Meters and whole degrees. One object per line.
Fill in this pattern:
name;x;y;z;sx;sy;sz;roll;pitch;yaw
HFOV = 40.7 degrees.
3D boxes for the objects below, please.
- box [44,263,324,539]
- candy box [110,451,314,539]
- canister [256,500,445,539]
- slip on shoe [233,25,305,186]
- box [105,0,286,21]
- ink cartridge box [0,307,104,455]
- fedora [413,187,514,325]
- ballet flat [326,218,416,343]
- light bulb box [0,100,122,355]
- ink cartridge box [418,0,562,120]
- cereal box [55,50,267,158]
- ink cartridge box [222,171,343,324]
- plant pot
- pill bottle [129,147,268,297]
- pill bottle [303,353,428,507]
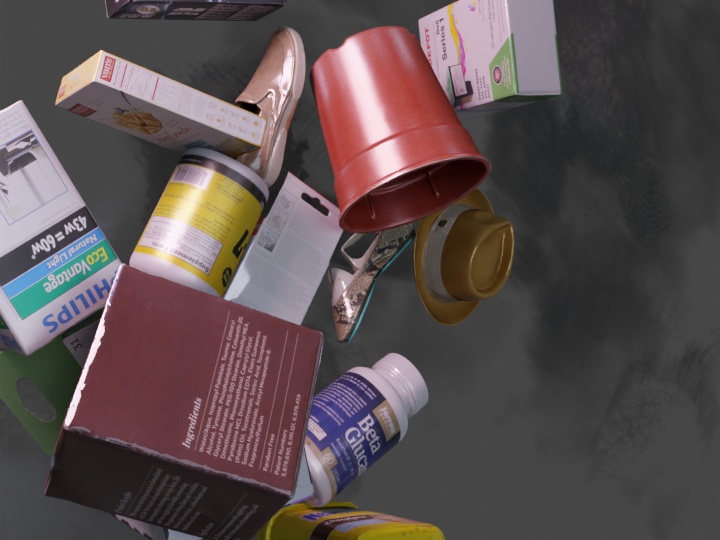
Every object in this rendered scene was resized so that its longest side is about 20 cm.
box;-0.159;0.129;0.881;0.198;0.166;0.166;20;54;-14
candy box;-0.172;0.223;1.053;0.166;0.199;0.073;-15;97;-31
canister;-0.012;0.329;1.149;0.147;0.199;0.088;6;82;-36
slip on shoe;-0.120;-0.204;1.183;0.060;0.076;0.203;15;88;-38
box;-0.198;-0.382;1.129;0.198;0.086;0.166;-8;93;-33
ink cartridge box;-0.274;0.112;1.012;0.198;0.048;0.147;-29;123;-5
fedora;0.154;-0.021;1.324;0.199;0.081;0.204;-7;99;-48
ballet flat;0.000;0.000;1.265;0.075;0.068;0.201;35;63;-4
light bulb box;-0.348;-0.035;0.950;0.124;0.197;0.202;-36;106;-27
ink cartridge box;0.169;-0.289;1.299;0.083;0.199;0.147;-7;92;-29
cereal box;-0.221;-0.174;1.072;0.198;0.143;0.040;18;78;-30
ink cartridge box;-0.102;-0.007;1.199;0.109;0.050;0.202;34;69;-27
plant pot;0.035;-0.179;1.202;0.199;0.201;0.197;-11;74;-33
pill bottle;-0.192;-0.026;1.102;0.114;0.114;0.202;32;72;-28
pill bottle;-0.010;0.191;1.213;0.199;0.111;0.112;-35;107;-29
